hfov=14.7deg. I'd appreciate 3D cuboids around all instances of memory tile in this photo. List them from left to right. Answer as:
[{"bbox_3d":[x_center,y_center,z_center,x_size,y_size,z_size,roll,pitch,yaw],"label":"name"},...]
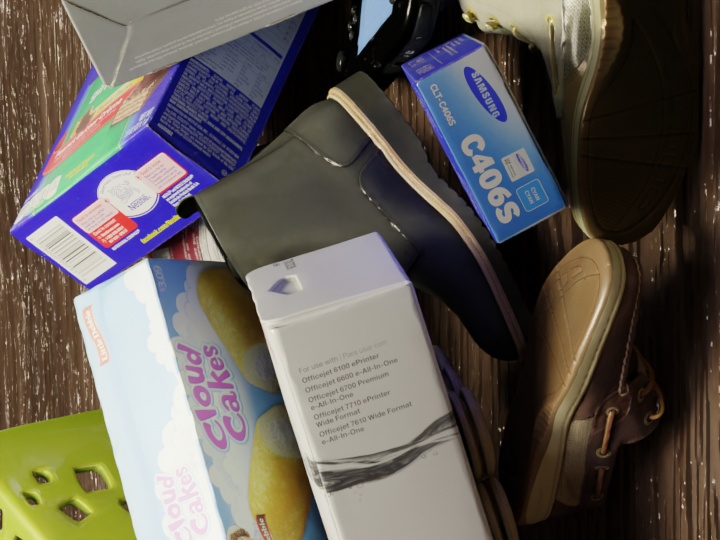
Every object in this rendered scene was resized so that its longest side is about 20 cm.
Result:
[{"bbox_3d":[0.075,0.147,1.580,0.153,0.017,0.201,-124,18,-77],"label":"memory tile"}]

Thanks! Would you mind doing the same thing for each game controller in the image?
[{"bbox_3d":[0.019,-0.167,1.638,0.200,0.042,0.105,141,127,-75],"label":"game controller"}]

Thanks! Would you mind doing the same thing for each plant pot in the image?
[{"bbox_3d":[-0.170,0.230,1.955,0.182,0.199,0.200,47,133,40],"label":"plant pot"}]

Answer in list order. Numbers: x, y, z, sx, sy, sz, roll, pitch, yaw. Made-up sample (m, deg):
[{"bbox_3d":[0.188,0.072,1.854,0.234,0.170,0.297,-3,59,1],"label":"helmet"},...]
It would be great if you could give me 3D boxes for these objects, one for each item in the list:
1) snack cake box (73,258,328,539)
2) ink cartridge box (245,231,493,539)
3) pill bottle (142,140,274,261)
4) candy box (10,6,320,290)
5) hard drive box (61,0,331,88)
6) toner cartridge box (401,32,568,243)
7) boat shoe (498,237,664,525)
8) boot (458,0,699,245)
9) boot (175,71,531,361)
[{"bbox_3d":[-0.083,0.097,1.628,0.067,0.115,0.201,-27,73,33],"label":"snack cake box"},{"bbox_3d":[0.010,0.095,1.526,0.145,0.083,0.201,-120,12,-77],"label":"ink cartridge box"},{"bbox_3d":[-0.050,-0.024,1.768,0.200,0.114,0.115,-10,86,61],"label":"pill bottle"},{"bbox_3d":[-0.120,-0.107,1.783,0.169,0.077,0.201,-32,26,45],"label":"candy box"},{"bbox_3d":[-0.109,-0.223,1.734,0.201,0.155,0.077,-104,-9,-50],"label":"hard drive box"},{"bbox_3d":[0.064,-0.075,1.503,0.095,0.043,0.200,61,-178,-7],"label":"toner cartridge box"},{"bbox_3d":[0.129,0.062,1.502,0.072,0.072,0.201,-103,20,-46],"label":"boat shoe"},{"bbox_3d":[0.111,-0.120,1.504,0.154,0.072,0.201,15,107,61],"label":"boot"},{"bbox_3d":[0.000,0.000,1.620,0.200,0.138,0.078,53,170,24],"label":"boot"}]
